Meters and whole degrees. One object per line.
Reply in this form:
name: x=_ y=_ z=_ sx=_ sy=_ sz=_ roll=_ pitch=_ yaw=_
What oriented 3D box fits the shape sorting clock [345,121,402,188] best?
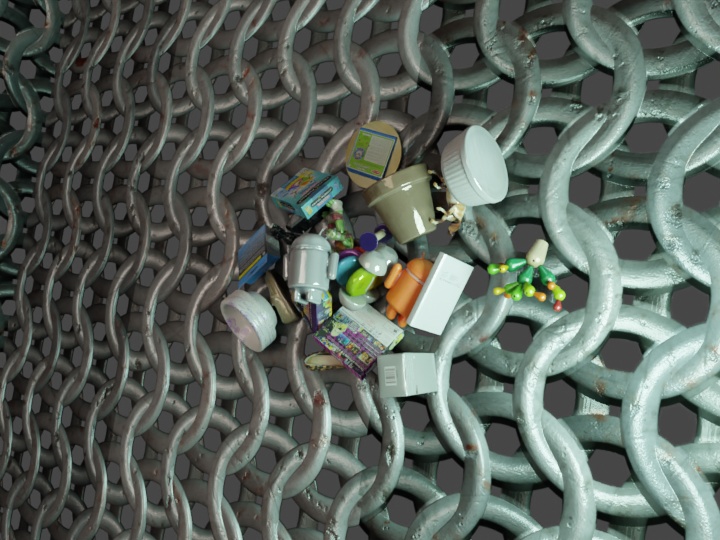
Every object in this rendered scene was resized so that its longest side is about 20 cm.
shape sorting clock: x=0.039 y=-0.348 z=1.675 sx=0.197 sy=0.039 sz=0.204 roll=-5 pitch=81 yaw=30

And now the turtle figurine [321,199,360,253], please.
turtle figurine: x=-0.098 y=-0.101 z=1.654 sx=0.196 sy=0.144 sz=0.197 roll=-16 pitch=64 yaw=10

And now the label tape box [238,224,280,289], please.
label tape box: x=-0.329 y=-0.033 z=1.795 sx=0.144 sy=0.063 sz=0.202 roll=-41 pitch=36 yaw=21

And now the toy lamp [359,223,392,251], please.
toy lamp: x=0.050 y=-0.094 z=1.537 sx=0.057 sy=0.200 sz=0.059 roll=4 pitch=105 yaw=16

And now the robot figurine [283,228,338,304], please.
robot figurine: x=-0.137 y=-0.012 z=1.497 sx=0.166 sy=0.113 sz=0.204 roll=0 pitch=78 yaw=20

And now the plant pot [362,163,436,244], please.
plant pot: x=0.125 y=-0.172 z=1.521 sx=0.198 sy=0.200 sz=0.177 roll=-24 pitch=87 yaw=26

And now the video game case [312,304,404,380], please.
video game case: x=-0.006 y=0.184 z=1.569 sx=0.199 sy=0.036 sz=0.181 roll=34 pitch=66 yaw=30

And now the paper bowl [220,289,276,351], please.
paper bowl: x=-0.344 y=0.150 z=1.767 sx=0.199 sy=0.104 sz=0.203 roll=31 pitch=143 yaw=26

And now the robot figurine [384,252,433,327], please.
robot figurine: x=0.148 y=0.054 z=1.501 sx=0.144 sy=0.116 sz=0.202 roll=42 pitch=105 yaw=32

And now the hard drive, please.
hard drive: x=0.209 y=0.063 z=1.450 sx=0.026 sy=0.131 sz=0.203 roll=34 pitch=101 yaw=48

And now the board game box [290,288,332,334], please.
board game box: x=-0.148 y=0.084 z=1.642 sx=0.056 sy=0.202 sz=0.166 roll=-25 pitch=60 yaw=-20

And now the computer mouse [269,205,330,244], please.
computer mouse: x=-0.186 y=-0.166 z=1.746 sx=0.198 sy=0.138 sz=0.053 roll=-34 pitch=65 yaw=12

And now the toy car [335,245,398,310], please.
toy car: x=0.000 y=0.000 z=1.543 sx=0.149 sy=0.199 sz=0.176 roll=39 pitch=116 yaw=15

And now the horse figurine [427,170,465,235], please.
horse figurine: x=0.242 y=-0.191 z=1.489 sx=0.050 sy=0.131 sz=0.204 roll=-8 pitch=85 yaw=53

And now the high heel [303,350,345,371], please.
high heel: x=-0.061 y=0.244 z=1.584 sx=0.198 sy=0.142 sz=0.073 roll=-23 pitch=71 yaw=27

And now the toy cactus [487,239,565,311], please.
toy cactus: x=0.420 y=0.007 z=1.366 sx=0.198 sy=0.102 sz=0.167 roll=21 pitch=75 yaw=35

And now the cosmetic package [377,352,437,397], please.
cosmetic package: x=0.124 y=0.268 z=1.433 sx=0.089 sy=0.199 sz=0.109 roll=-11 pitch=79 yaw=31

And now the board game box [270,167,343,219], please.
board game box: x=-0.168 y=-0.242 z=1.708 sx=0.151 sy=0.047 sz=0.199 roll=-43 pitch=37 yaw=-18

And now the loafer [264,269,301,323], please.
loafer: x=-0.261 y=0.085 z=1.774 sx=0.068 sy=0.075 sz=0.202 roll=-38 pitch=65 yaw=14

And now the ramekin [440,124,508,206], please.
ramekin: x=0.287 y=-0.259 z=1.420 sx=0.093 sy=0.200 sz=0.207 roll=-17 pitch=73 yaw=40
